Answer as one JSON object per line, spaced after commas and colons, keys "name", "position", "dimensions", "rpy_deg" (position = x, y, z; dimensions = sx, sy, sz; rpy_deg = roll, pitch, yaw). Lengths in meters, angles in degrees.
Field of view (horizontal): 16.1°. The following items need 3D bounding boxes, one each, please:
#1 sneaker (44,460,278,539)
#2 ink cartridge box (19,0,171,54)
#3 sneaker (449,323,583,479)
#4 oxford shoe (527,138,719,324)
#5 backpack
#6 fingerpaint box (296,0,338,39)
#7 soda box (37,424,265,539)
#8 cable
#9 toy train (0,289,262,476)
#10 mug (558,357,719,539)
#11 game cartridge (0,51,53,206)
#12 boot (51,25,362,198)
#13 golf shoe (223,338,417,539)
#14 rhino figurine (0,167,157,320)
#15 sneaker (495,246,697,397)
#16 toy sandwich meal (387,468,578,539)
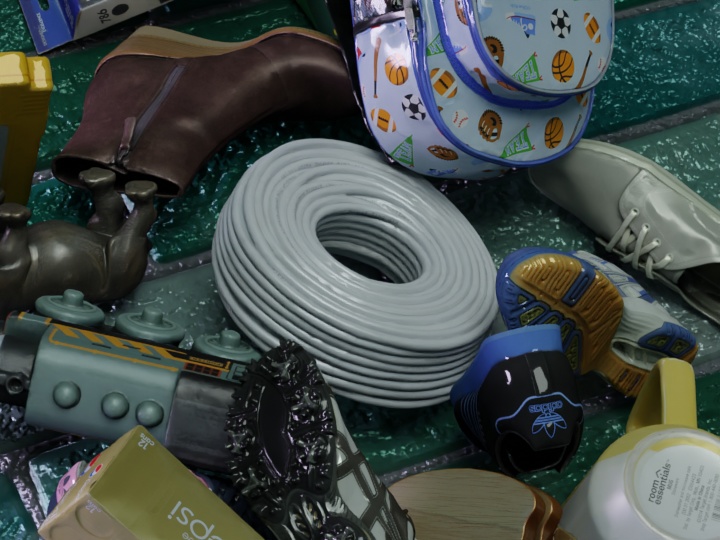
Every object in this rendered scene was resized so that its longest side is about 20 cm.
{"name": "sneaker", "position": [-0.093, 0.155, 1.574], "dimensions": [0.199, 0.082, 0.070], "rpy_deg": [2, 55, -10]}
{"name": "ink cartridge box", "position": [-0.157, -0.237, 1.820], "dimensions": [0.199, 0.039, 0.100], "rpy_deg": [-24, 65, 0]}
{"name": "sneaker", "position": [0.098, 0.097, 1.592], "dimensions": [0.070, 0.200, 0.078], "rpy_deg": [-9, 73, -3]}
{"name": "oxford shoe", "position": [0.202, -0.026, 1.765], "dimensions": [0.200, 0.075, 0.058], "rpy_deg": [32, 53, 6]}
{"name": "backpack", "position": [0.083, -0.158, 1.728], "dimensions": [0.199, 0.154, 0.191], "rpy_deg": [-1, 89, -34]}
{"name": "fingerpaint box", "position": [0.039, -0.250, 1.889], "dimensions": [0.199, 0.073, 0.167], "rpy_deg": [-24, 64, -25]}
{"name": "soda box", "position": [-0.088, 0.187, 1.498], "dimensions": [0.200, 0.068, 0.064], "rpy_deg": [43, 47, -9]}
{"name": "cable", "position": [0.000, 0.000, 1.679], "dimensions": [0.199, 0.069, 0.200], "rpy_deg": [29, 35, 1]}
{"name": "toy train", "position": [-0.141, 0.072, 1.597], "dimensions": [0.199, 0.086, 0.114], "rpy_deg": [14, 12, 0]}
{"name": "mug", "position": [0.176, 0.158, 1.581], "dimensions": [0.149, 0.153, 0.187], "rpy_deg": [-19, 60, -21]}
{"name": "game cartridge", "position": [-0.291, -0.081, 1.629], "dimensions": [0.176, 0.200, 0.033], "rpy_deg": [-5, 72, -14]}
{"name": "boot", "position": [-0.096, -0.098, 1.746], "dimensions": [0.199, 0.073, 0.167], "rpy_deg": [8, 41, 12]}
{"name": "golf shoe", "position": [-0.019, 0.138, 1.510], "dimensions": [0.078, 0.094, 0.201], "rpy_deg": [-29, 59, 21]}
{"name": "rhino figurine", "position": [-0.229, -0.008, 1.664], "dimensions": [0.199, 0.088, 0.060], "rpy_deg": [-10, 28, -16]}
{"name": "sneaker", "position": [0.138, 0.023, 1.676], "dimensions": [0.075, 0.200, 0.088], "rpy_deg": [-47, 51, 11]}
{"name": "toy sandwich meal", "position": [0.060, 0.213, 1.515], "dimensions": [0.205, 0.070, 0.206], "rpy_deg": [-20, 50, 24]}
